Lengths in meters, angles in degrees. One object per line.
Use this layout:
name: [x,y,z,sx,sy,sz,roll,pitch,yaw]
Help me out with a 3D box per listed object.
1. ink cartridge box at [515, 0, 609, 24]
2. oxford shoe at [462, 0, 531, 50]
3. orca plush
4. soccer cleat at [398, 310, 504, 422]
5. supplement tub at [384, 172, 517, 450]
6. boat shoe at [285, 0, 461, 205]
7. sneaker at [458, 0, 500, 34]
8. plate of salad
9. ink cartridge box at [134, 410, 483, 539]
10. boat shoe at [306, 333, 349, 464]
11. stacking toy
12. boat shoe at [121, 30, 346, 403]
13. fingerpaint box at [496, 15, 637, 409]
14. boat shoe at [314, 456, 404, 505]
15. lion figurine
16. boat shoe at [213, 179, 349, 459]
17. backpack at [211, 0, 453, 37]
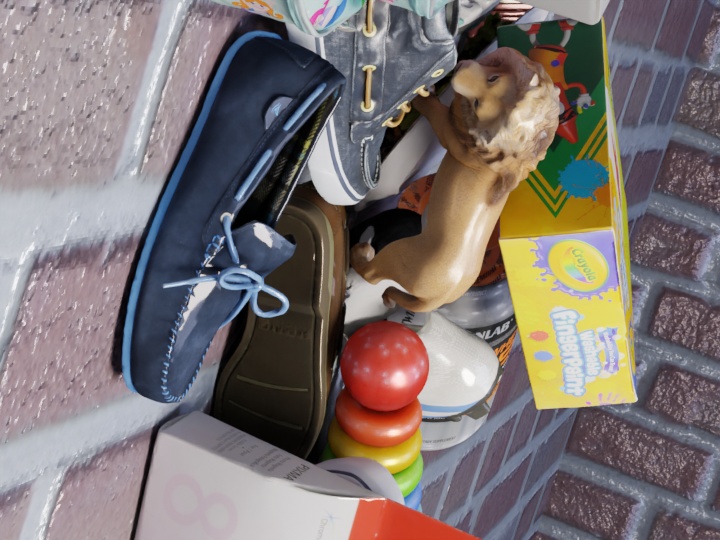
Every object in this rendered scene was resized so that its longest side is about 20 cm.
ink cartridge box: [0.121,-0.273,1.173,0.085,0.144,0.201,84,29,-58]
oxford shoe: [0.106,-0.153,1.500,0.075,0.070,0.201,-97,-168,-53]
orca plush: [0.000,0.000,1.251,0.200,0.105,0.071,103,-28,-66]
soccer cleat: [0.009,0.071,1.264,0.200,0.086,0.070,-22,-144,45]
supplement tub: [0.057,0.030,1.370,0.201,0.122,0.123,102,15,-47]
boat shoe: [0.013,-0.107,1.028,0.201,0.090,0.071,79,13,-52]
sneaker: [0.068,-0.190,1.249,0.200,0.077,0.092,-50,164,-45]
plate of salad: [0.058,-0.121,1.303,0.200,0.048,0.200,-45,176,-4]
ink cartridge box: [-0.040,0.192,1.077,0.057,0.199,0.163,-28,137,-58]
boat shoe: [-0.035,0.120,1.245,0.073,0.064,0.201,-114,-144,-49]
stacking toy: [0.005,0.116,1.157,0.085,0.085,0.201,-53,154,-50]
boat shoe: [-0.065,-0.023,0.956,0.084,0.068,0.201,-2,112,-75]
fingerpaint box: [0.132,-0.033,1.192,0.200,0.073,0.168,71,18,-55]
boat shoe: [-0.050,0.178,1.139,0.067,0.074,0.200,-29,173,-44]
lion figurine: [0.057,-0.042,1.075,0.123,0.072,0.201,-127,-136,-55]
boat shoe: [-0.039,0.042,1.146,0.068,0.072,0.201,-43,150,-60]
backpack: [-0.008,-0.192,0.803,0.200,0.150,0.178,-35,145,-59]
